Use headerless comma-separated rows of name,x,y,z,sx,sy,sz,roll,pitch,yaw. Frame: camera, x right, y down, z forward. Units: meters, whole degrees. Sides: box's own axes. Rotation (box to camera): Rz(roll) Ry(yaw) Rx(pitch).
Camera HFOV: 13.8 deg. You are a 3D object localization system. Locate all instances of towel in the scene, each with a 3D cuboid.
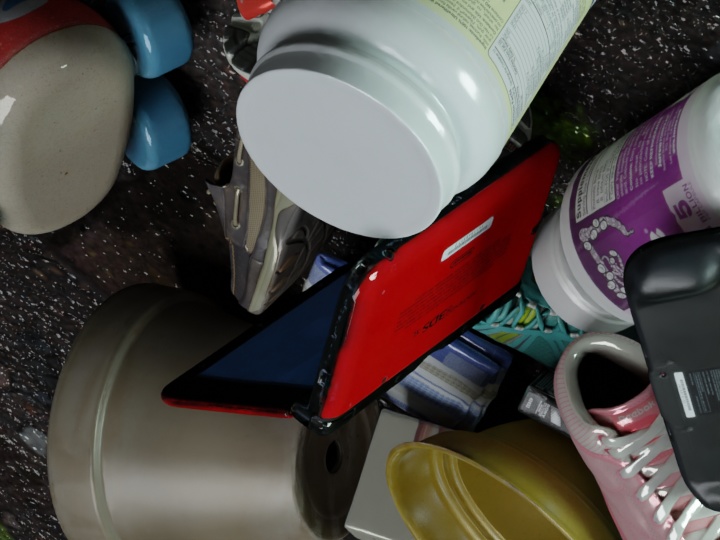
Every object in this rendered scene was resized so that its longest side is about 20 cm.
towel,0.025,0.050,1.955,0.147,0.024,0.200,30,164,3

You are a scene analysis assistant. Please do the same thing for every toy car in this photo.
toy car,-0.234,-0.139,1.884,0.200,0.184,0.177,50,155,27

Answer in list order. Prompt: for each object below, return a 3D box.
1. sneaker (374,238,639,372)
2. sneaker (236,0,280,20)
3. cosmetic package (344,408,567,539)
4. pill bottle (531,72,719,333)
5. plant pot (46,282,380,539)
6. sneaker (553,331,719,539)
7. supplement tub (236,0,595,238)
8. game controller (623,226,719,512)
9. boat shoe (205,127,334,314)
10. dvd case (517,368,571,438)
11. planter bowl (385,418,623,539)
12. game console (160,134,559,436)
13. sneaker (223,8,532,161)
sneaker,0.098,0.022,1.831,0.200,0.080,0.078,19,101,18
sneaker,-0.049,-0.196,1.681,0.070,0.093,0.200,-14,125,48
cosmetic package,0.102,0.165,1.984,0.200,0.087,0.103,16,173,11
pill bottle,0.183,-0.032,1.684,0.112,0.112,0.200,39,146,-11
plant pot,-0.088,0.117,2.023,0.173,0.200,0.200,7,139,31
sneaker,0.175,0.119,1.719,0.200,0.075,0.105,56,176,17
supplement tub,0.033,-0.130,1.601,0.145,0.200,0.145,22,146,16
game controller,0.210,0.056,1.623,0.104,0.042,0.200,-4,129,21
boat shoe,-0.056,-0.053,1.905,0.073,0.074,0.200,36,140,14
dvd case,0.201,0.114,1.856,0.200,0.146,0.022,26,101,8
planter bowl,0.117,0.154,1.855,0.200,0.083,0.201,35,155,20
game console,0.000,0.000,1.696,0.119,0.200,0.173,33,131,21
sneaker,0.015,-0.110,1.780,0.200,0.077,0.085,23,166,16
